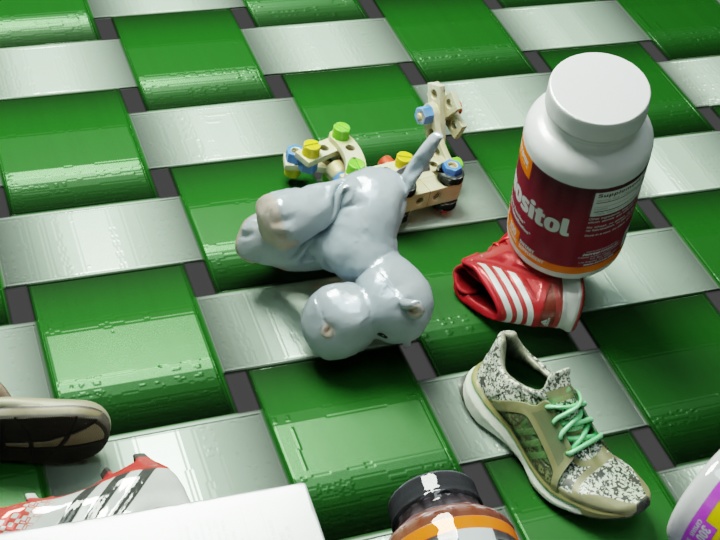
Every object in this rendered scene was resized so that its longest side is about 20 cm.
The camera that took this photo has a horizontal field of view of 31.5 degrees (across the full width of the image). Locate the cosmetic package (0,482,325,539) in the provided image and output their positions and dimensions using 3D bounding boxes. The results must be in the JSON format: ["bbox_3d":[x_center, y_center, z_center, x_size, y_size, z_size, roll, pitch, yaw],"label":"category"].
[{"bbox_3d":[-0.123,0.251,0.789,0.200,0.200,0.123,-7,45,-19],"label":"cosmetic package"}]

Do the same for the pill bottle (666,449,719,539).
[{"bbox_3d":[0.344,0.226,0.979,0.200,0.104,0.104,37,48,27],"label":"pill bottle"}]

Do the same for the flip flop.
[{"bbox_3d":[-0.297,0.108,1.000,0.200,0.081,0.058,4,47,-13],"label":"flip flop"}]

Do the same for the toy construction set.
[{"bbox_3d":[0.032,-0.113,1.308,0.200,0.092,0.131,-27,52,-20],"label":"toy construction set"}]

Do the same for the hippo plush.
[{"bbox_3d":[0.000,0.000,1.162,0.200,0.159,0.161,-20,79,-10],"label":"hippo plush"}]

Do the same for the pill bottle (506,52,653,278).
[{"bbox_3d":[0.195,-0.092,1.130,0.113,0.200,0.113,1,53,-1],"label":"pill bottle"}]

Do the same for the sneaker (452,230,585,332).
[{"bbox_3d":[0.146,-0.028,1.240,0.115,0.078,0.200,4,41,-9],"label":"sneaker"}]

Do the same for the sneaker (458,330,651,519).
[{"bbox_3d":[0.163,0.126,1.065,0.077,0.089,0.200,-27,54,-34],"label":"sneaker"}]

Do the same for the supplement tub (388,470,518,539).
[{"bbox_3d":[0.075,0.241,0.908,0.107,0.107,0.200,-3,44,-14],"label":"supplement tub"}]

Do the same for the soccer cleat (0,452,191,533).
[{"bbox_3d":[-0.210,0.201,0.928,0.200,0.069,0.085,-20,46,-35],"label":"soccer cleat"}]
